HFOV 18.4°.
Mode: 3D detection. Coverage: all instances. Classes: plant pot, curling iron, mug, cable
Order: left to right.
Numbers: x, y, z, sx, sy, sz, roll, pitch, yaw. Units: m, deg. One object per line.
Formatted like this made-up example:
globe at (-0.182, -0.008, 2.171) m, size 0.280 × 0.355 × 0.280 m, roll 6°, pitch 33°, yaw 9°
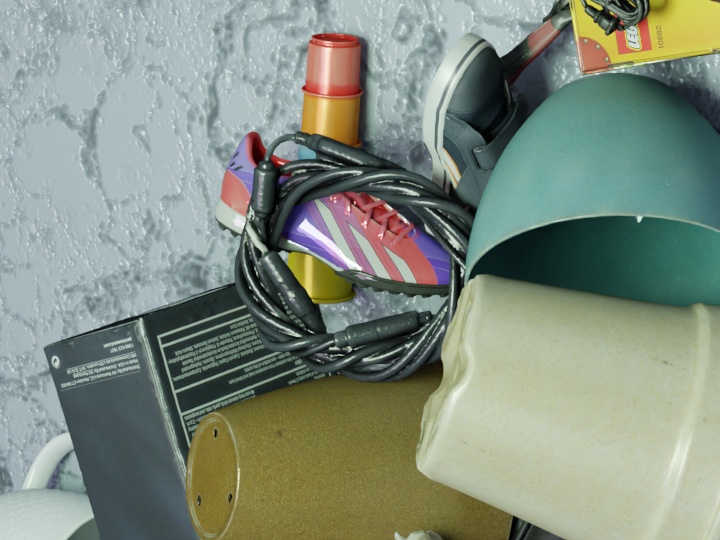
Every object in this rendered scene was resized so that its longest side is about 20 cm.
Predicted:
mug at (-0.264, 0.238, 1.938) m, size 0.174 × 0.147 × 0.202 m, roll 9°, pitch 78°, yaw 45°
plant pot at (-0.020, 0.152, 1.618) m, size 0.186 × 0.198 × 0.188 m, roll -17°, pitch 71°, yaw 61°
cable at (0.000, 0.000, 1.577) m, size 0.199 × 0.051 × 0.165 m, roll 23°, pitch 103°, yaw 17°
curling iron at (0.105, -0.137, 1.582) m, size 0.026 × 0.049 × 0.200 m, roll 58°, pitch 135°, yaw 12°
plant pot at (0.139, 0.089, 1.421) m, size 0.182 × 0.201 × 0.202 m, roll 17°, pitch 118°, yaw -3°
plant pot at (0.169, -0.049, 1.474) m, size 0.199 × 0.199 × 0.136 m, roll -22°, pitch 54°, yaw 41°
curling iron at (0.223, -0.166, 1.375) m, size 0.199 × 0.025 × 0.050 m, roll 9°, pitch 111°, yaw 34°

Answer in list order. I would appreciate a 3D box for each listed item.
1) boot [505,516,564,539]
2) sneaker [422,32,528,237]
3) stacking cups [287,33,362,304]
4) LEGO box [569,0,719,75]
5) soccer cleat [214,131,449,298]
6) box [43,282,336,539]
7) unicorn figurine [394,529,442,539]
boot at (0.183, 0.206, 1.584) m, size 0.157 × 0.079 × 0.213 m, roll 35°, pitch 122°, yaw 27°
sneaker at (0.092, -0.081, 1.555) m, size 0.079 × 0.079 × 0.201 m, roll 29°, pitch 152°, yaw 21°
stacking cups at (-0.027, -0.079, 1.700) m, size 0.060 × 0.060 × 0.202 m, roll 13°, pitch 106°, yaw 36°
LEGO box at (0.205, -0.238, 1.443) m, size 0.148 × 0.077 × 0.202 m, roll -4°, pitch 100°, yaw 40°
soccer cleat at (-0.011, -0.038, 1.637) m, size 0.198 × 0.068 × 0.074 m, roll 20°, pitch 110°, yaw 14°
box at (-0.116, 0.120, 1.729) m, size 0.123 × 0.199 × 0.200 m, roll -16°, pitch 92°, yaw 40°
unicorn figurine at (0.069, 0.258, 1.568) m, size 0.074 × 0.198 × 0.138 m, roll 39°, pitch 111°, yaw 61°
